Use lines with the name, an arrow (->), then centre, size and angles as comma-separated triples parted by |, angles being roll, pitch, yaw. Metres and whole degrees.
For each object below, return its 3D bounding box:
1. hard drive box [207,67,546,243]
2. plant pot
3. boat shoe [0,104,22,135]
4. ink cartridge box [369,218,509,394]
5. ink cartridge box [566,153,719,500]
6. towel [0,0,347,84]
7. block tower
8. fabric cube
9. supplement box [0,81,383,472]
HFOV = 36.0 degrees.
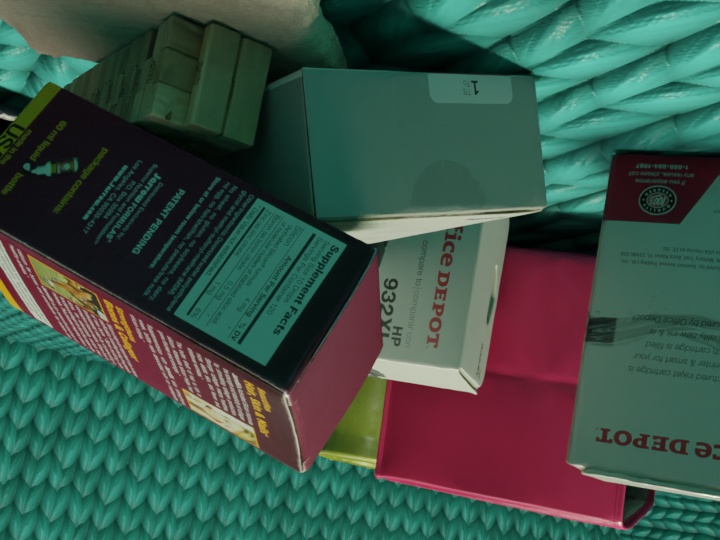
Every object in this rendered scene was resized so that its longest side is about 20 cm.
hard drive box -> -0.015, -0.057, 0.651 | 0.154, 0.078, 0.199 | -5, 179, -34
plant pot -> 0.031, 0.120, 1.219 | 0.197, 0.196, 0.201 | 10, 167, 2
boat shoe -> -0.240, -0.073, 0.884 | 0.199, 0.076, 0.092 | 22, 171, -38
ink cartridge box -> 0.000, 0.000, 0.832 | 0.197, 0.147, 0.084 | 7, 166, 18
ink cartridge box -> 0.217, 0.039, 0.679 | 0.143, 0.203, 0.083 | 5, 166, 25
towel -> -0.108, -0.140, 0.577 | 0.197, 0.035, 0.133 | 10, 169, 11
block tower -> -0.122, -0.087, 0.622 | 0.053, 0.059, 0.199 | 19, 165, -31
fabric cube -> 0.146, 0.090, 0.924 | 0.197, 0.203, 0.196 | 6, 176, 22
supplement box -> -0.093, 0.004, 0.562 | 0.198, 0.086, 0.111 | 27, 156, 15
